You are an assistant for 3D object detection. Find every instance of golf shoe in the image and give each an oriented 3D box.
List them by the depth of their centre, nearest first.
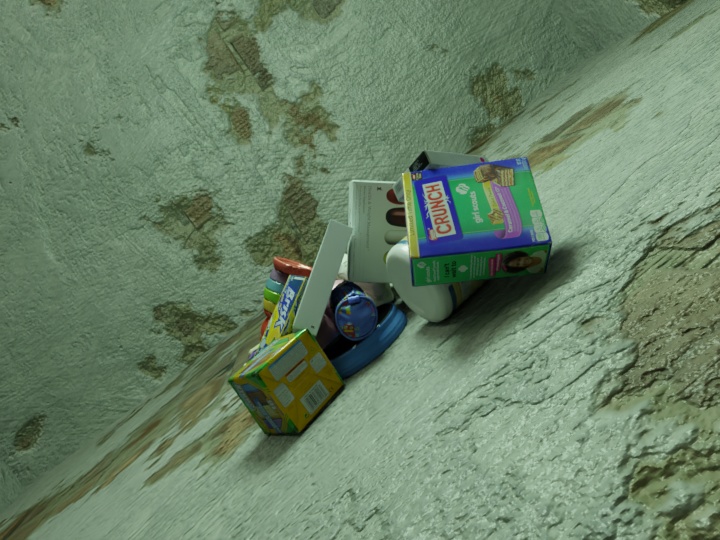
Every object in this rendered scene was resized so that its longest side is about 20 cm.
[{"bbox_3d":[0.000,0.000,1.315,0.075,0.093,0.198,-37,53,-26],"label":"golf shoe"}]

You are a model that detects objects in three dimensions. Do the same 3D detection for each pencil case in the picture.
[{"bbox_3d":[-0.016,0.069,1.079,0.076,0.090,0.200,-15,7,-5],"label":"pencil case"}]

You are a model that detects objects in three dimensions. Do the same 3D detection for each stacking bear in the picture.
[{"bbox_3d":[-0.185,0.082,1.383,0.112,0.206,0.120,20,5,41],"label":"stacking bear"}]

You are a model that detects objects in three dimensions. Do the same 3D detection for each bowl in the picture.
[{"bbox_3d":[-0.001,0.133,1.099,0.198,0.040,0.201,-36,8,6],"label":"bowl"}]

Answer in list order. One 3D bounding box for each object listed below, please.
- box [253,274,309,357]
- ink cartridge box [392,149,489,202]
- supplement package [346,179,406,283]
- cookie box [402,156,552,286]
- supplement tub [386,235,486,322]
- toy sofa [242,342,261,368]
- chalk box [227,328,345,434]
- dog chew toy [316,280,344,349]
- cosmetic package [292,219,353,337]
[{"bbox_3d":[-0.144,0.115,1.165,0.069,0.064,0.205,5,69,52],"label":"box"},{"bbox_3d":[0.154,-0.154,0.976,0.195,0.038,0.095,-2,-31,-38],"label":"ink cartridge box"},{"bbox_3d":[0.072,-0.079,1.164,0.193,0.198,0.147,1,7,-4],"label":"supplement package"},{"bbox_3d":[0.163,-0.073,0.854,0.193,0.076,0.175,-7,52,6],"label":"cookie box"},{"bbox_3d":[0.154,-0.029,0.964,0.198,0.147,0.144,-38,8,-20],"label":"supplement tub"},{"bbox_3d":[-0.166,0.181,1.262,0.200,0.082,0.099,-44,-19,-45],"label":"toy sofa"},{"bbox_3d":[-0.142,0.199,1.017,0.124,0.125,0.198,-40,9,-33],"label":"chalk box"},{"bbox_3d":[-0.075,0.119,1.230,0.200,0.125,0.124,-47,11,-15],"label":"dog chew toy"},{"bbox_3d":[-0.073,0.024,1.078,0.151,0.050,0.206,131,158,-76],"label":"cosmetic package"}]
